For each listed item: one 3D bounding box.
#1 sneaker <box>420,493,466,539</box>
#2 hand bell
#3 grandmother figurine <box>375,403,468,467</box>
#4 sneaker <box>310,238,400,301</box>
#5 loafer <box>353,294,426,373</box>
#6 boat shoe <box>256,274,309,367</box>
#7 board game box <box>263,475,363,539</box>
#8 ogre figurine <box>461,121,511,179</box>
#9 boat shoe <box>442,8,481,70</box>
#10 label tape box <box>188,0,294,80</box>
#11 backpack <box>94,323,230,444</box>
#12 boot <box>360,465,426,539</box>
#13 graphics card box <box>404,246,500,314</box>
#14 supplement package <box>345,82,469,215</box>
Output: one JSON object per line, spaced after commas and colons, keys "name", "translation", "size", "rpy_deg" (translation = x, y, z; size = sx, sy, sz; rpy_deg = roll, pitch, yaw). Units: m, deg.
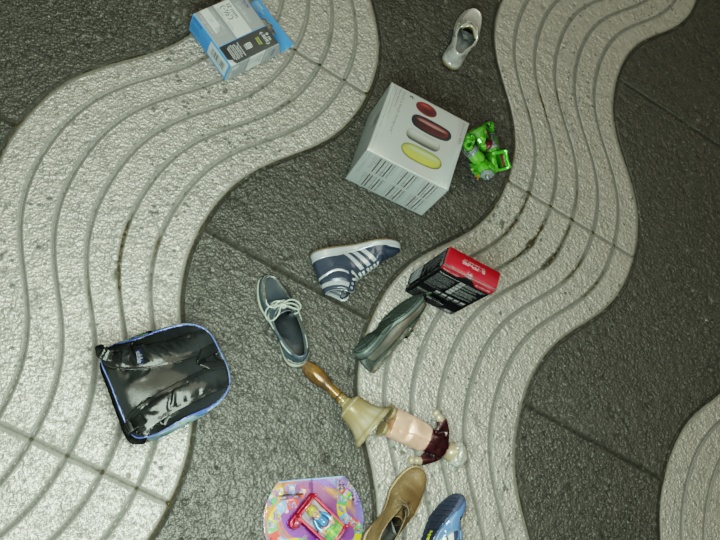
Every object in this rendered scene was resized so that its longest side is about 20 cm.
{"name": "sneaker", "translation": [0.165, 0.537, 1.477], "size": [0.082, 0.074, 0.201], "rpy_deg": [32, 71, -11]}
{"name": "hand bell", "translation": [-0.046, 0.245, 1.492], "size": [0.200, 0.104, 0.104], "rpy_deg": [41, 62, 8]}
{"name": "grandmother figurine", "translation": [0.136, 0.342, 1.541], "size": [0.199, 0.061, 0.122], "rpy_deg": [31, 91, -13]}
{"name": "sneaker", "translation": [0.000, 0.000, 1.590], "size": [0.199, 0.070, 0.109], "rpy_deg": [-9, 71, -18]}
{"name": "loafer", "translation": [0.070, 0.132, 1.586], "size": [0.200, 0.072, 0.063], "rpy_deg": [-41, 110, -21]}
{"name": "boat shoe", "translation": [-0.153, 0.092, 1.496], "size": [0.074, 0.062, 0.201], "rpy_deg": [-13, 70, -18]}
{"name": "board game box", "translation": [-0.080, 0.470, 1.413], "size": [0.199, 0.039, 0.159], "rpy_deg": [1, 72, -21]}
{"name": "ogre figurine", "translation": [0.295, -0.281, 1.784], "size": [0.098, 0.200, 0.121], "rpy_deg": [-24, 97, 11]}
{"name": "boat shoe", "translation": [0.271, -0.596, 1.907], "size": [0.070, 0.069, 0.201], "rpy_deg": [27, 63, -10]}
{"name": "label tape box", "translation": [-0.255, -0.530, 1.672], "size": [0.200, 0.066, 0.144], "rpy_deg": [-35, 88, -26]}
{"name": "backpack", "translation": [-0.344, 0.193, 1.340], "size": [0.199, 0.147, 0.184], "rpy_deg": [-21, 80, -23]}
{"name": "boot", "translation": [0.080, 0.464, 1.462], "size": [0.074, 0.075, 0.200], "rpy_deg": [40, 59, -3]}
{"name": "graphics card box", "translation": [0.190, 0.025, 1.588], "size": [0.125, 0.200, 0.051], "rpy_deg": [26, 65, -11]}
{"name": "supplement package", "translation": [0.104, -0.267, 1.683], "size": [0.199, 0.147, 0.192], "rpy_deg": [24, 65, -12]}
